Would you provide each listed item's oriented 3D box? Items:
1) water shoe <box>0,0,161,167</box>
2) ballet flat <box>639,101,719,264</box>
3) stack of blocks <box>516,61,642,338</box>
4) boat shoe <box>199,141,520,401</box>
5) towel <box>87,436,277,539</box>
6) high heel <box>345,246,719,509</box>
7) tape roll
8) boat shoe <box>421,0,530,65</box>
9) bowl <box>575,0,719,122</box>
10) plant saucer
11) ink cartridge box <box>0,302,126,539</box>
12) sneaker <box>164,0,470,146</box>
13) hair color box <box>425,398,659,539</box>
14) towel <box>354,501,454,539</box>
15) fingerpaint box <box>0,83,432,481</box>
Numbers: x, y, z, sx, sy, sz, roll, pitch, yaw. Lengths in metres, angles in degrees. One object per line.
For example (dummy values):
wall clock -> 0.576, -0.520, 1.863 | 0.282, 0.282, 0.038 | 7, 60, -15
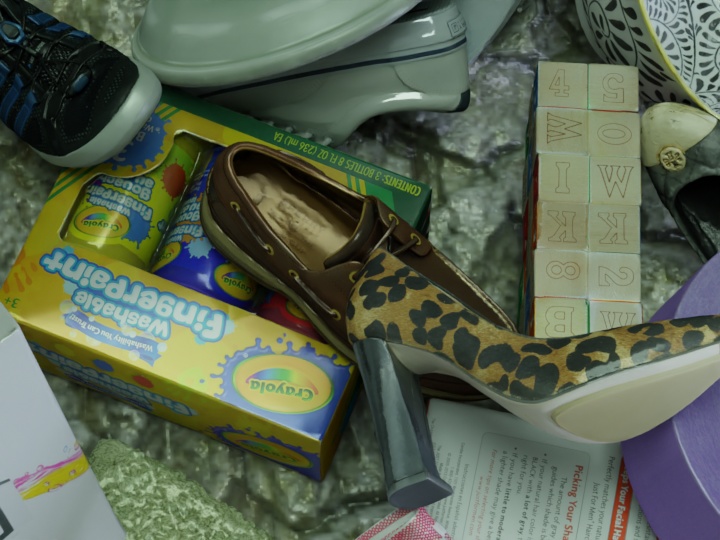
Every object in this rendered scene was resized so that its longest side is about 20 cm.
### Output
water shoe -> -0.189, -0.113, 1.288 | 0.200, 0.079, 0.072 | 22, 73, 50
ballet flat -> 0.216, -0.007, 1.275 | 0.200, 0.066, 0.057 | 55, 43, -8
stack of blocks -> 0.120, 0.000, 1.276 | 0.058, 0.115, 0.201 | 3, 66, -1
boat shoe -> 0.000, -0.001, 1.222 | 0.200, 0.068, 0.072 | 34, 69, 9
towel -> -0.096, 0.191, 1.233 | 0.199, 0.037, 0.149 | 33, 69, 12
high heel -> 0.086, 0.019, 1.127 | 0.199, 0.071, 0.143 | -22, 56, 15
tape roll -> 0.235, 0.078, 1.171 | 0.199, 0.066, 0.201 | 7, 64, -15
boat shoe -> 0.074, -0.183, 1.377 | 0.073, 0.068, 0.200 | 38, 95, 9
bowl -> 0.187, -0.166, 1.342 | 0.200, 0.094, 0.202 | 12, 71, -40
plant saucer -> -0.045, -0.175, 1.318 | 0.199, 0.050, 0.200 | -18, 27, 10
ink cartridge box -> -0.235, 0.083, 1.169 | 0.144, 0.200, 0.147 | -35, 54, -14
sneaker -> -0.032, -0.104, 1.334 | 0.199, 0.073, 0.071 | -8, 106, 18
hair color box -> 0.121, 0.146, 1.205 | 0.199, 0.064, 0.111 | 11, 65, 5
towel -> 0.039, 0.229, 1.162 | 0.146, 0.030, 0.200 | -40, 92, 21
fingerpaint box -> -0.081, 0.000, 1.293 | 0.199, 0.073, 0.168 | 22, 68, 8
